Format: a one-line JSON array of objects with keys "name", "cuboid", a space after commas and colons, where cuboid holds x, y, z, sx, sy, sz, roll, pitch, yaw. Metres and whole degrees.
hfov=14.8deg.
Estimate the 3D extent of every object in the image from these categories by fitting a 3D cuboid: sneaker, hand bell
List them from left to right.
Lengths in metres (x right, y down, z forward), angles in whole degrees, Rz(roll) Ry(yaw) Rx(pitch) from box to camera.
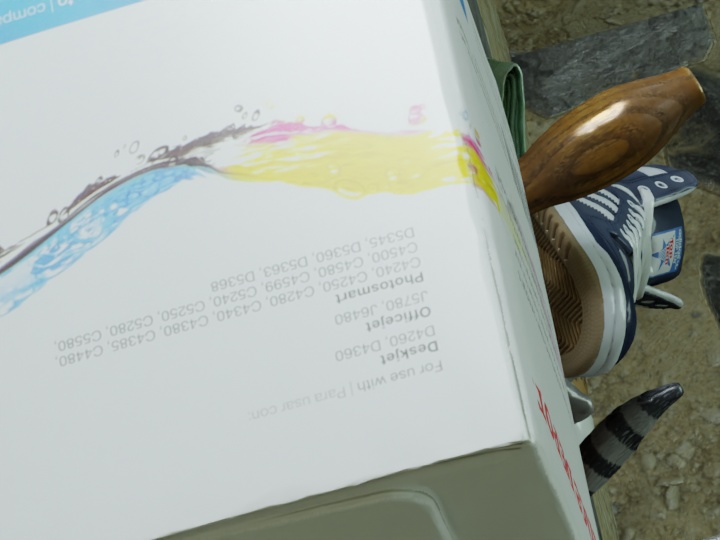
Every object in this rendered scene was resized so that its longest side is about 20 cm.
[{"name": "hand bell", "cuboid": [0.041, -0.020, 1.043, 0.105, 0.199, 0.104, 58, -2, 3]}, {"name": "sneaker", "cuboid": [0.106, -0.004, 1.171, 0.200, 0.108, 0.071, -134, -130, -68]}]

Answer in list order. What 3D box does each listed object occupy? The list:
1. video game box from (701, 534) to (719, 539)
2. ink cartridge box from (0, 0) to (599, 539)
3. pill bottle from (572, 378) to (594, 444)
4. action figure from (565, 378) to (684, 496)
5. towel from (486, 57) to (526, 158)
[{"name": "video game box", "cuboid": [0.130, 0.201, 1.437, 0.200, 0.181, 0.047, 60, 16, -67]}, {"name": "ink cartridge box", "cuboid": [-0.025, 0.009, 0.760, 0.147, 0.145, 0.201, 64, 12, -58]}, {"name": "pill bottle", "cuboid": [0.067, 0.083, 1.462, 0.200, 0.114, 0.115, -90, 163, -65]}, {"name": "action figure", "cuboid": [0.060, 0.126, 1.188, 0.200, 0.104, 0.195, -102, -149, -70]}, {"name": "towel", "cuboid": [0.037, -0.039, 1.422, 0.200, 0.023, 0.154, -156, -118, -67]}]
